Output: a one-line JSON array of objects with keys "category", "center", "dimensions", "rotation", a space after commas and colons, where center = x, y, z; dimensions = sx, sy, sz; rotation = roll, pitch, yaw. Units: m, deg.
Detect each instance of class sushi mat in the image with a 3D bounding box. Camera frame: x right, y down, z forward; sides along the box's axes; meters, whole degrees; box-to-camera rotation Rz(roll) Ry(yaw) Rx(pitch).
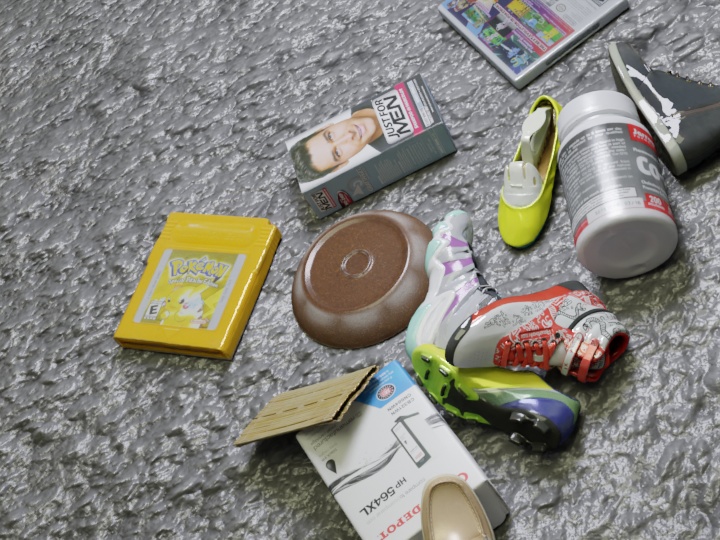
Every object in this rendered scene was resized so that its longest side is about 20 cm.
[{"category": "sushi mat", "center": [-0.063, 0.154, 1.678], "dimensions": [0.200, 0.012, 0.096], "rotation": [-21, 22, 50]}]

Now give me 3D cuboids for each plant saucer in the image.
[{"category": "plant saucer", "center": [0.000, 0.000, 1.821], "dimensions": [0.199, 0.037, 0.201], "rotation": [-13, 51, 17]}]

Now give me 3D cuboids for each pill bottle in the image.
[{"category": "pill bottle", "center": [0.287, -0.102, 1.699], "dimensions": [0.113, 0.114, 0.201], "rotation": [-17, 51, 15]}]

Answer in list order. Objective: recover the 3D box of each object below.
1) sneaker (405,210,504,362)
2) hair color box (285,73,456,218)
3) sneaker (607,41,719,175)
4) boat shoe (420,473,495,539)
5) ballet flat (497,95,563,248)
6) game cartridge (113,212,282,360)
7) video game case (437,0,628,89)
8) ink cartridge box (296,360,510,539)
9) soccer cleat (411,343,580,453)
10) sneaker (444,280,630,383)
[{"category": "sneaker", "center": [0.141, 0.026, 1.712], "dimensions": [0.139, 0.078, 0.201], "rotation": [3, 68, 26]}, {"category": "hair color box", "center": [0.012, -0.160, 1.913], "dimensions": [0.199, 0.061, 0.099], "rotation": [-27, 49, 8]}, {"category": "sneaker", "center": [0.374, -0.208, 1.768], "dimensions": [0.106, 0.075, 0.201], "rotation": [-26, 58, 1]}, {"category": "boat shoe", "center": [0.107, 0.299, 1.475], "dimensions": [0.073, 0.069, 0.201], "rotation": [-15, 81, -1]}, {"category": "ballet flat", "center": [0.203, -0.125, 1.789], "dimensions": [0.066, 0.067, 0.201], "rotation": [6, 60, 29]}, {"category": "game cartridge", "center": [-0.208, 0.016, 1.915], "dimensions": [0.175, 0.032, 0.201], "rotation": [4, 60, 29]}, {"category": "video game case", "center": [0.225, -0.347, 1.969], "dimensions": [0.182, 0.023, 0.200], "rotation": [-37, 50, -2]}, {"category": "ink cartridge box", "center": [0.044, 0.219, 1.608], "dimensions": [0.146, 0.084, 0.200], "rotation": [-37, 48, -3]}, {"category": "soccer cleat", "center": [0.147, 0.130, 1.629], "dimensions": [0.200, 0.065, 0.084], "rotation": [26, 46, 27]}, {"category": "sneaker", "center": [0.196, 0.079, 1.600], "dimensions": [0.201, 0.067, 0.108], "rotation": [-18, 46, -31]}]
